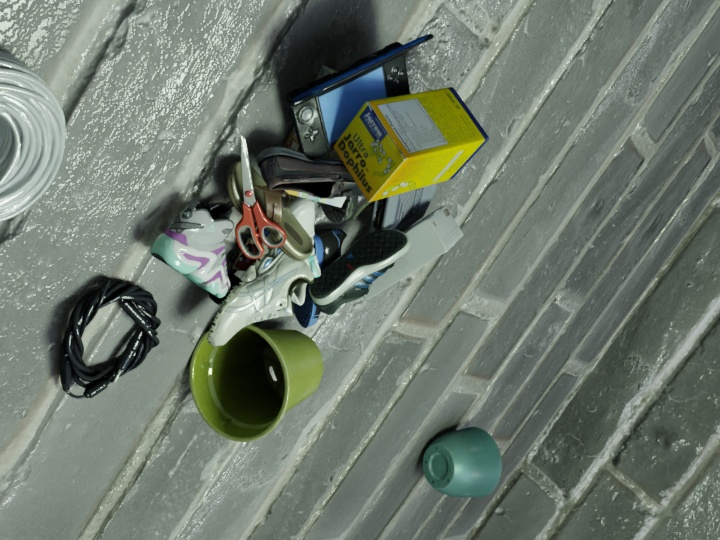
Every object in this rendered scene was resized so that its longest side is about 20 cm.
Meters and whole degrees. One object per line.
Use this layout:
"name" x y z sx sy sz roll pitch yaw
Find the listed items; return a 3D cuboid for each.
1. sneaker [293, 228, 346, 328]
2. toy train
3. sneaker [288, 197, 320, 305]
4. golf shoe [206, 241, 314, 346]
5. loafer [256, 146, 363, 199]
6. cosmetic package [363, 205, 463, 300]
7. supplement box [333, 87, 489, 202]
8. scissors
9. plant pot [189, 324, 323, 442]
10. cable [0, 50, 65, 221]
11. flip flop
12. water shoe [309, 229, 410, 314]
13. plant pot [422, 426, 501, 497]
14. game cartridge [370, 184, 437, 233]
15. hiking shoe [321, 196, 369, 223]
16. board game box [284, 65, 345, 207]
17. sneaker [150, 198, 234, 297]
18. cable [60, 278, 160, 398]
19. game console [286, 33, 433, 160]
"sneaker" -0.069 0.015 1.507 0.078 0.070 0.201 -15 133 -33
"toy train" -0.179 -0.028 1.344 0.034 0.046 0.201 16 110 -56
"sneaker" -0.096 -0.028 1.396 0.075 0.088 0.201 -24 146 -36
"golf shoe" -0.155 0.052 1.319 0.200 0.097 0.078 -51 175 -9
"loafer" -0.068 -0.132 1.272 0.199 0.063 0.072 10 148 -38
"cosmetic package" 0.082 -0.031 1.548 0.200 0.074 0.102 -31 -176 32
"supplement box" 0.079 -0.195 1.284 0.199 0.109 0.110 -19 160 -42
"scissors" -0.165 -0.099 1.206 0.073 0.014 0.201 -16 129 5
"plant pot" -0.163 0.179 1.469 0.201 0.200 0.184 -61 158 16
"cable" -0.419 -0.140 0.901 0.199 0.069 0.201 -25 141 -36
"flip flop" -0.127 -0.093 1.265 0.200 0.057 0.081 49 38 -31
"water shoe" 0.000 0.000 1.468 0.199 0.072 0.079 -31 148 -8
"plant pot" 0.275 0.551 2.399 0.160 0.201 0.201 6 118 -41
"game cartridge" 0.082 -0.140 1.467 0.133 0.041 0.200 -31 155 -24
"hiking shoe" 0.009 -0.173 1.428 0.200 0.076 0.101 -56 162 20
"board game box" -0.044 -0.205 1.319 0.134 0.034 0.201 10 115 -42
"sneaker" -0.216 -0.045 1.254 0.140 0.078 0.200 -58 161 -7
"cable" -0.363 0.096 1.235 0.163 0.051 0.201 -20 137 -40
"game console" 0.007 -0.246 1.215 0.199 0.118 0.171 -28 134 -16
